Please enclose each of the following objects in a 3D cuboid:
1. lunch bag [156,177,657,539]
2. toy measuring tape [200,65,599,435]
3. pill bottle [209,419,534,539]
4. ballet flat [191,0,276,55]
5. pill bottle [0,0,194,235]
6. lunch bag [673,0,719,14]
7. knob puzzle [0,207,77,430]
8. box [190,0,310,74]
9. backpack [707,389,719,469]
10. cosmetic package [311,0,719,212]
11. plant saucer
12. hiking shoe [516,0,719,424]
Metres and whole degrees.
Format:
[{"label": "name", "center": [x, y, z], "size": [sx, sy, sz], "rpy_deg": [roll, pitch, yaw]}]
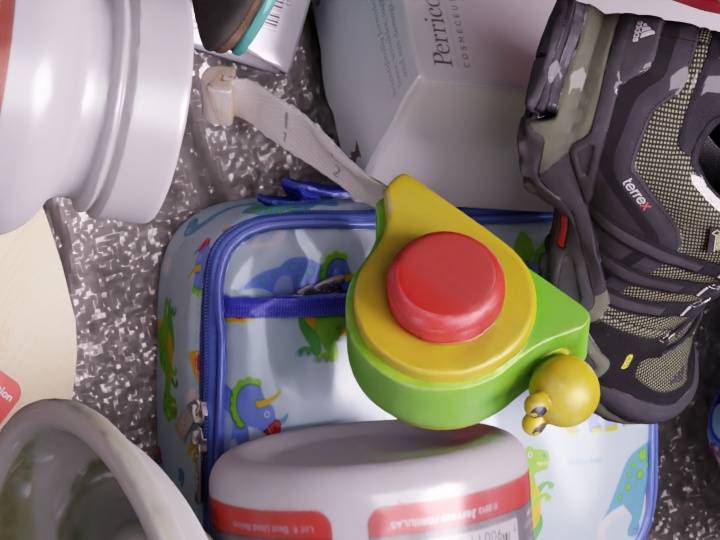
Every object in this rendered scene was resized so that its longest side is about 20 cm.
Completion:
[{"label": "lunch bag", "center": [0.019, 0.046, 1.085], "size": [0.199, 0.082, 0.162], "rpy_deg": [0, 95, -23]}, {"label": "toy measuring tape", "center": [0.000, 0.000, 0.986], "size": [0.200, 0.074, 0.074], "rpy_deg": [36, 82, 22]}, {"label": "pill bottle", "center": [0.009, 0.160, 0.982], "size": [0.115, 0.116, 0.202], "rpy_deg": [-6, 96, -21]}, {"label": "ballet flat", "center": [-0.028, -0.176, 1.002], "size": [0.068, 0.068, 0.201], "rpy_deg": [31, 75, -13]}, {"label": "pill bottle", "center": [-0.163, -0.072, 0.948], "size": [0.199, 0.112, 0.113], "rpy_deg": [9, 94, -16]}, {"label": "lunch bag", "center": [0.129, -0.155, 0.989], "size": [0.176, 0.199, 0.082], "rpy_deg": [-18, 127, -49]}, {"label": "knob puzzle", "center": [-0.193, 0.030, 1.022], "size": [0.218, 0.030, 0.221], "rpy_deg": [-3, 99, -21]}, {"label": "box", "center": [-0.099, -0.175, 1.024], "size": [0.199, 0.041, 0.157], "rpy_deg": [15, 91, -24]}, {"label": "backpack", "center": [0.218, 0.032, 1.117], "size": [0.200, 0.183, 0.135], "rpy_deg": [-44, 103, 2]}, {"label": "cosmetic package", "center": [0.088, -0.087, 1.067], "size": [0.199, 0.081, 0.113], "rpy_deg": [2, 56, -24]}, {"label": "plant saucer", "center": [-0.079, 0.142, 0.965], "size": [0.050, 0.200, 0.202], "rpy_deg": [-7, 101, -30]}, {"label": "hiking shoe", "center": [0.117, -0.009, 0.989], "size": [0.201, 0.100, 0.076], "rpy_deg": [74, 30, -47]}]
